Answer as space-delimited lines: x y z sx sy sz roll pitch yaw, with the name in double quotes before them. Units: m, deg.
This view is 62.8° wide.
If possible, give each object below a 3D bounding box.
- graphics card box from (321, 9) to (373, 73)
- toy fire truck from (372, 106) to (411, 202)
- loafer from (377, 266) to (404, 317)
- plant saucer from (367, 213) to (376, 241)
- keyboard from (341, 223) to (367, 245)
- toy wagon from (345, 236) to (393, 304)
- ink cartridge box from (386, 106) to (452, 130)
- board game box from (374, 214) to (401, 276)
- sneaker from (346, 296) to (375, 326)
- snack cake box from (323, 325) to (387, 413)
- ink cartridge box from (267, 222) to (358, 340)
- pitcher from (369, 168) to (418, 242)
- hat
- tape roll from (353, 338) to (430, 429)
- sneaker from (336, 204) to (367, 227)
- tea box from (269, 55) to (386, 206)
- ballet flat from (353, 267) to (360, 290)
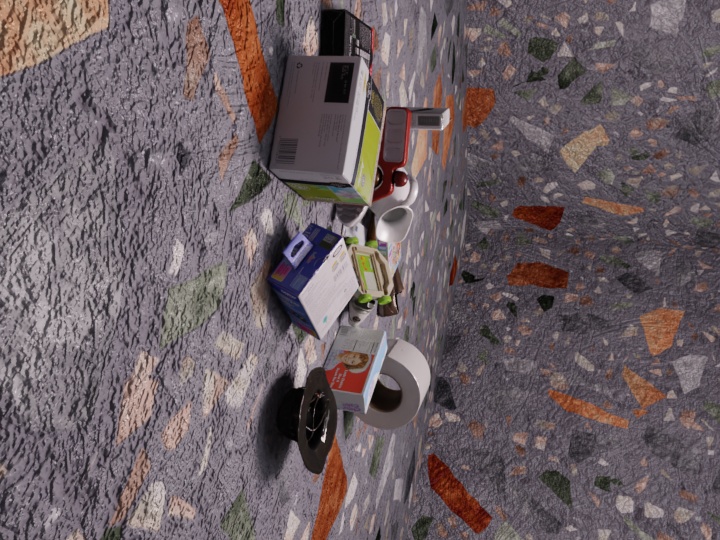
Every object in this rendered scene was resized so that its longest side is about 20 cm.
"graphics card box" -0.023 -0.440 1.189 0.200 0.051 0.126 -38 133 -70
"toy fire truck" 0.015 -0.229 1.190 0.112 0.168 0.200 -27 122 -71
"loafer" 0.101 0.045 1.790 0.073 0.071 0.200 0 96 -74
"plant saucer" 0.057 -0.089 1.645 0.200 0.037 0.201 6 90 -75
"keyboard" -0.012 -0.095 1.448 0.200 0.011 0.056 29 63 -74
"toy wagon" 0.000 0.000 1.371 0.200 0.040 0.155 8 63 -47
"ink cartridge box" 0.117 -0.377 1.437 0.174 0.200 0.044 -54 146 -61
"board game box" 0.076 -0.086 1.579 0.135 0.034 0.200 -62 153 -52
"sneaker" 0.001 0.059 1.463 0.089 0.074 0.200 -62 -177 37
"snack cake box" -0.017 0.223 1.357 0.200 0.115 0.067 -66 157 -47
"ink cartridge box" -0.082 0.013 1.049 0.137 0.076 0.200 -54 155 -22
"pitcher" 0.079 -0.193 1.410 0.172 0.121 0.200 -57 -149 39
"hat" -0.111 0.283 1.118 0.201 0.081 0.201 -2 90 -75
"tape roll" 0.074 0.295 1.552 0.139 0.202 0.203 -36 130 -69
"sneaker" 0.000 -0.168 1.333 0.082 0.075 0.200 74 26 -50
"tea box" -0.049 -0.234 1.025 0.197 0.133 0.200 34 64 -72
"ballet flat" -0.059 -0.020 1.199 0.200 0.068 0.069 55 25 -54
